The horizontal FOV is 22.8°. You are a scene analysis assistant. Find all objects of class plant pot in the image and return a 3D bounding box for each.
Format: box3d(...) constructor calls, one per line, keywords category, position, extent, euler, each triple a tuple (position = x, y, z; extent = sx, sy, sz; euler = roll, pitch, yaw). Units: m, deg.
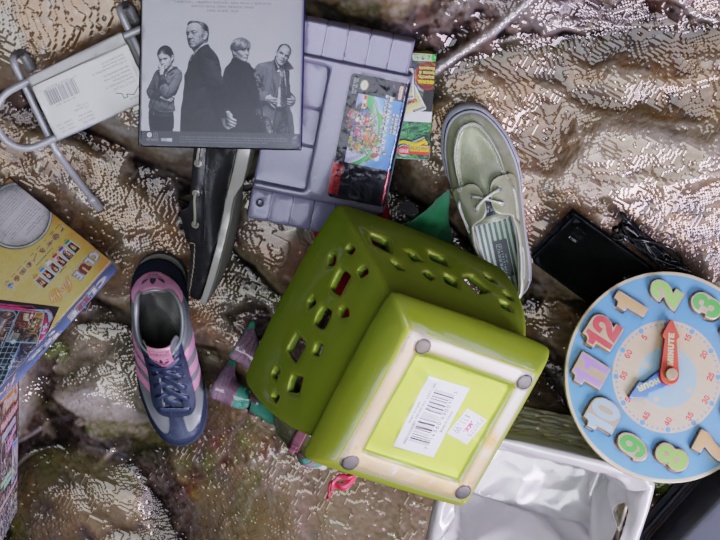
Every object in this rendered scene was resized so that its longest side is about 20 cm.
box3d(category="plant pot", position=(0.039, 0.088, 1.599), extent=(0.198, 0.182, 0.200), euler=(20, 108, -27))

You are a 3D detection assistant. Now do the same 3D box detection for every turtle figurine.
box3d(category="turtle figurine", position=(-0.044, 0.138, 1.746), extent=(0.200, 0.101, 0.150), euler=(31, 113, 0))

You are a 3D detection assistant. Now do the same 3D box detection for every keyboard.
box3d(category="keyboard", position=(0.274, 0.006, 1.745), extent=(0.200, 0.040, 0.104), euler=(35, 127, -11))

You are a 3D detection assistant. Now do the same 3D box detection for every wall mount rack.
box3d(category="wall mount rack", position=(-0.237, -0.151, 1.683), extent=(0.199, 0.075, 0.174), euler=(-23, 102, 8))

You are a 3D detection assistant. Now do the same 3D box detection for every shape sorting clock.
box3d(category="shape sorting clock", position=(0.291, 0.101, 1.689), extent=(0.199, 0.039, 0.201), euler=(0, 82, -2))

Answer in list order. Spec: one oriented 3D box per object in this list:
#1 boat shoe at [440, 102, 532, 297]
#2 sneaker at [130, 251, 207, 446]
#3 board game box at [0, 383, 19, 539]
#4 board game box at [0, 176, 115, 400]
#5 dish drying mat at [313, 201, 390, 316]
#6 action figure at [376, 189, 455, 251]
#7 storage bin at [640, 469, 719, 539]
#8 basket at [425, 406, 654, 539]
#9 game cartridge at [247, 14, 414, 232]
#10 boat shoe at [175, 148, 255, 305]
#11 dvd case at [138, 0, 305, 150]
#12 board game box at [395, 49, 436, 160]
box3d(category="boat shoe", position=(0.128, -0.062, 1.704), extent=(0.072, 0.062, 0.201), euler=(-17, 106, 6))
box3d(category="sneaker", position=(-0.194, 0.088, 1.745), extent=(0.070, 0.082, 0.201), euler=(-8, 107, 3))
box3d(category="board game box", position=(-0.426, 0.162, 1.764), extent=(0.159, 0.097, 0.201), euler=(3, 107, 0))
box3d(category="board game box", position=(-0.348, 0.029, 1.689), extent=(0.135, 0.035, 0.200), euler=(39, 76, 9))
box3d(category="dish drying mat", position=(0.000, 0.000, 1.748), extent=(0.076, 0.018, 0.201), euler=(-10, 107, 6))
box3d(category="action figure", position=(0.060, 0.033, 1.729), extent=(0.118, 0.055, 0.201), euler=(-32, 123, -26))
box3d(category="storage bin", position=(0.363, 0.267, 1.737), extent=(0.145, 0.134, 0.200), euler=(40, 113, 5))
box3d(category="basket", position=(0.173, 0.216, 1.756), extent=(0.199, 0.123, 0.136), euler=(14, 107, -2))
box3d(category="game cartridge", position=(-0.027, -0.133, 1.680), extent=(0.129, 0.038, 0.201), euler=(12, 108, 1))
box3d(category="boat shoe", position=(-0.145, -0.062, 1.698), extent=(0.060, 0.074, 0.201), euler=(15, 119, 1))
box3d(category="dvd case", position=(-0.126, -0.211, 1.622), extent=(0.150, 0.025, 0.201), euler=(1, 93, -4))
box3d(category="board game box", position=(-0.029, -0.162, 1.699), extent=(0.199, 0.023, 0.105), euler=(3, 109, 0))
